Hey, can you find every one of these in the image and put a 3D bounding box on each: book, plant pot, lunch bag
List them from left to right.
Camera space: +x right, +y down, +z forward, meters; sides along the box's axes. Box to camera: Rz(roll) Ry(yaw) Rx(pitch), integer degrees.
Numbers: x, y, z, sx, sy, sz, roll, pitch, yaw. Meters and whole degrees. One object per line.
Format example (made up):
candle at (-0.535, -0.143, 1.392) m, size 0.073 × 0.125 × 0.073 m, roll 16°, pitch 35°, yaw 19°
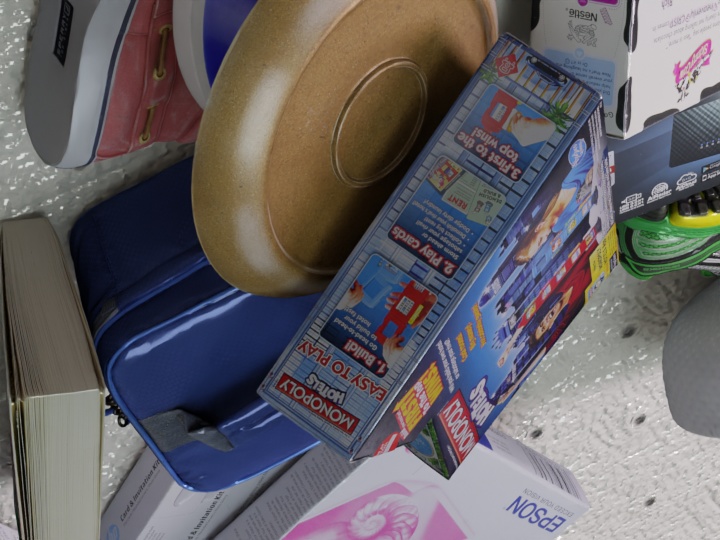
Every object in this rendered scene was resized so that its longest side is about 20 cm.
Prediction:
book at (-0.166, 0.089, 1.365) m, size 0.048 × 0.134 × 0.201 m, roll -6°, pitch 133°, yaw -11°
lunch bag at (-0.056, 0.022, 1.351) m, size 0.200 × 0.132 × 0.136 m, roll -29°, pitch 131°, yaw 3°
plant pot at (0.002, -0.072, 1.195) m, size 0.200 × 0.027 × 0.201 m, roll -33°, pitch 139°, yaw -34°

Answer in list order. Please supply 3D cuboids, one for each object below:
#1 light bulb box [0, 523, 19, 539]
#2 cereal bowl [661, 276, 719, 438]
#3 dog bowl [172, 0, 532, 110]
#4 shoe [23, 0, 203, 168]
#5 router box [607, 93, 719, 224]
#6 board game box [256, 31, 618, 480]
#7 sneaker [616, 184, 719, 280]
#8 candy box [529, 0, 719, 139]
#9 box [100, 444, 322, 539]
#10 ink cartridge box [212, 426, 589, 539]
light bulb box at (-0.237, 0.257, 1.490) m, size 0.198 × 0.125 × 0.200 m, roll -44°, pitch 139°, yaw 10°
cereal bowl at (0.276, 0.028, 1.576) m, size 0.199 × 0.200 × 0.084 m, roll -22°, pitch 103°, yaw -14°
dog bowl at (0.007, -0.143, 1.242) m, size 0.200 × 0.079 × 0.201 m, roll -34°, pitch 140°, yaw -34°
shoe at (-0.100, -0.137, 1.241) m, size 0.091 × 0.072 × 0.201 m, roll -11°, pitch 137°, yaw -31°
router box at (0.151, -0.104, 1.438) m, size 0.199 × 0.062 × 0.150 m, roll -22°, pitch 137°, yaw -14°
board game box at (0.041, 0.017, 1.245) m, size 0.200 × 0.062 × 0.200 m, roll -50°, pitch 159°, yaw -14°
sneaker at (0.240, -0.043, 1.560) m, size 0.199 × 0.078 × 0.085 m, roll -6°, pitch 142°, yaw -19°
candy box at (0.144, -0.179, 1.274) m, size 0.136 × 0.061 × 0.201 m, roll -25°, pitch 123°, yaw -52°
box at (-0.040, 0.125, 1.551) m, size 0.199 × 0.041 × 0.156 m, roll 8°, pitch 128°, yaw -39°
ink cartridge box at (0.013, 0.168, 1.567) m, size 0.200 × 0.043 × 0.196 m, roll -44°, pitch 140°, yaw 14°
